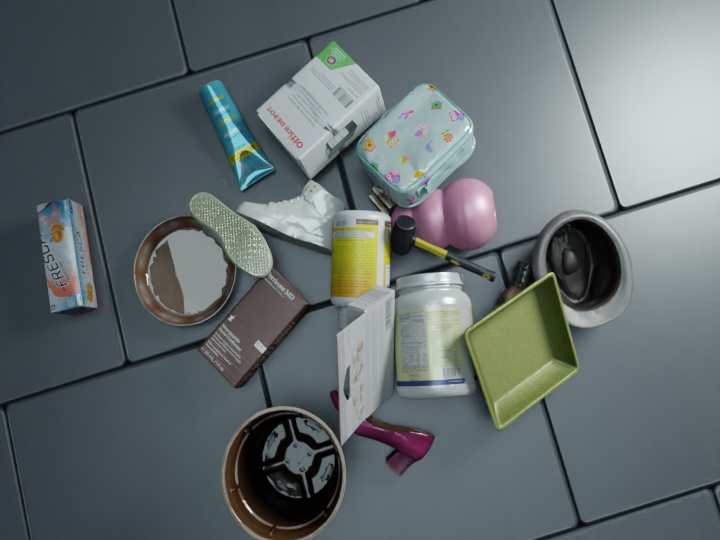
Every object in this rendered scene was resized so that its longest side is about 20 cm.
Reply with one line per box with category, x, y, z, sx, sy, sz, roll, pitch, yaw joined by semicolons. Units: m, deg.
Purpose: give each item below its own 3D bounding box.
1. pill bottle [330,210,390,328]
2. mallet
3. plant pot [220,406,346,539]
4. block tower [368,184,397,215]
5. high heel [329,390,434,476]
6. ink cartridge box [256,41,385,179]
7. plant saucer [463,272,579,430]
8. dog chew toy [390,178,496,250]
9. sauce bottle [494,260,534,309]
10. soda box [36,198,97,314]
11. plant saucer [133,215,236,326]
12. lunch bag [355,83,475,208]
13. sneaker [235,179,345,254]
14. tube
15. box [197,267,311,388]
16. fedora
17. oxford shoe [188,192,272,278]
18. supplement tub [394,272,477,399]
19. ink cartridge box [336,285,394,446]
pill bottle;0.000;0.000;1.179;0.105;0.109;0.208;2;89;2
mallet;0.139;-0.022;1.137;0.196;0.067;0.041;31;49;8
plant pot;-0.116;0.326;1.101;0.193;0.198;0.208;0;82;1
block tower;0.104;-0.188;1.232;0.199;0.058;0.054;-43;82;-2
high heel;0.037;0.263;1.169;0.096;0.067;0.200;-45;98;5
ink cartridge box;-0.073;-0.297;1.225;0.199;0.084;0.147;-41;69;-3
plant saucer;0.266;0.133;1.119;0.196;0.048;0.205;-30;113;-17
dog chew toy;0.145;-0.094;1.188;0.193;0.124;0.129;-7;82;14
sauce bottle;0.269;0.084;1.186;0.063;0.065;0.206;18;84;4
soda box;-0.545;-0.023;1.226;0.061;0.068;0.207;-12;83;0
plant saucer;-0.325;0.001;1.234;0.193;0.035;0.208;0;83;1
lunch bag;0.099;-0.214;1.165;0.199;0.077;0.161;-43;66;-4
sneaker;-0.126;-0.117;1.228;0.194;0.074;0.119;19;79;-3
tube;-0.242;-0.262;1.263;0.076;0.050;0.204;-29;88;5
box;-0.190;0.104;1.197;0.100;0.075;0.201;40;84;7
fedora;0.386;-0.003;1.179;0.173;0.090;0.205;-25;89;0
oxford shoe;-0.230;-0.063;1.193;0.199;0.058;0.075;42;79;11
supplement tub;0.127;0.114;1.146;0.140;0.145;0.207;-4;82;2
ink cartridge box;-0.003;0.152;1.082;0.044;0.175;0.206;14;117;30
